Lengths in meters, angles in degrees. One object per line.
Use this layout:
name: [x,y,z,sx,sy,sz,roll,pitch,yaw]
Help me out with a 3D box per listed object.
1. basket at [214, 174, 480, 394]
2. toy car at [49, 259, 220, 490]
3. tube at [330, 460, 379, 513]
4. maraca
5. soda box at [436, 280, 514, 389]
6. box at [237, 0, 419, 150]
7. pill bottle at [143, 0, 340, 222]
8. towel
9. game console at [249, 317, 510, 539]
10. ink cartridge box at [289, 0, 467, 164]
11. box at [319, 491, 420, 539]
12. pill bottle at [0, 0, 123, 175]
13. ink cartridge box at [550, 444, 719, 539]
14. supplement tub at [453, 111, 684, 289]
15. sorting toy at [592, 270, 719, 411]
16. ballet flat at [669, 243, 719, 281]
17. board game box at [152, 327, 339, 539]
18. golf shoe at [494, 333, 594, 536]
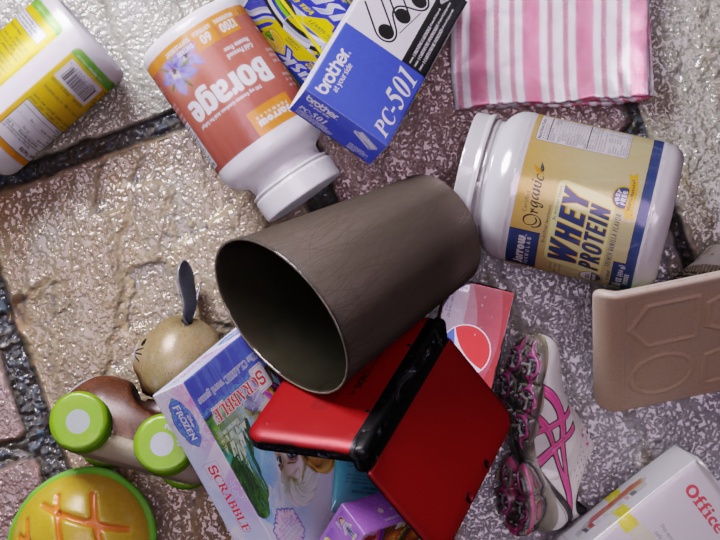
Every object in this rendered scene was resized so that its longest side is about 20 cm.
basket: [0.000,0.000,1.471,0.200,0.136,0.180,-29,46,-34]
toy car: [-0.192,0.093,1.536,0.157,0.164,0.201,15,78,5]
tube: [0.005,0.136,1.548,0.077,0.050,0.201,7,65,-20]
maraca: [-0.282,0.277,1.555,0.137,0.107,0.200,45,99,7]
soda box: [0.093,0.110,1.576,0.070,0.063,0.201,14,90,1]
box: [-0.037,-0.221,1.571,0.070,0.064,0.200,-36,89,-34]
pill bottle: [-0.110,-0.151,1.558,0.112,0.112,0.200,-35,89,0]
towel: [0.187,-0.234,1.600,0.199,0.030,0.147,-2,88,1]
game console: [0.021,0.142,1.471,0.172,0.200,0.119,4,124,25]
ink cartridge box: [0.019,-0.204,1.528,0.094,0.044,0.200,33,58,-10]
box: [0.001,0.277,1.494,0.039,0.137,0.200,50,129,28]
pill bottle: [-0.336,-0.163,1.560,0.200,0.111,0.111,-41,89,0]
ink cartridge box: [0.276,0.286,1.553,0.200,0.083,0.145,-37,97,0]
supplement tub: [0.193,-0.068,1.533,0.199,0.144,0.145,13,89,9]
sorting toy: [0.319,0.058,1.536,0.199,0.185,0.037,-8,50,2]
ballet flat: [0.376,0.010,1.583,0.199,0.068,0.076,1,67,-5]
board game box: [-0.080,0.153,1.500,0.041,0.200,0.200,-23,100,32]
golf shoe: [0.180,0.154,1.565,0.092,0.073,0.201,-8,108,-24]
